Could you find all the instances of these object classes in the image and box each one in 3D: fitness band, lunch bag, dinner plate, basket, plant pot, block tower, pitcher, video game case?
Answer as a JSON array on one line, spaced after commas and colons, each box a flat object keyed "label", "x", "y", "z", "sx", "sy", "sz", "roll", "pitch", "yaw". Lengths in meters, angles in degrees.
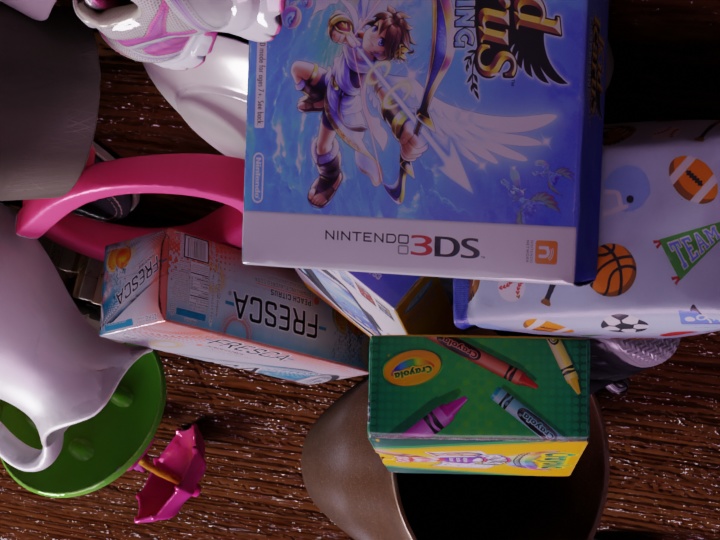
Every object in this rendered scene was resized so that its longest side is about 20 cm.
[{"label": "fitness band", "x": -0.138, "y": -0.038, "z": 1.034, "sx": 0.143, "sy": 0.038, "sz": 0.200, "roll": 12, "pitch": 162, "yaw": -27}, {"label": "lunch bag", "x": 0.160, "y": -0.023, "z": 0.897, "sx": 0.170, "sy": 0.124, "sz": 0.200, "roll": 0, "pitch": 176, "yaw": 25}, {"label": "dinner plate", "x": -0.046, "y": -0.081, "z": 0.961, "sx": 0.200, "sy": 0.024, "sz": 0.200, "roll": 23, "pitch": 166, "yaw": 6}, {"label": "basket", "x": -0.261, "y": -0.107, "z": 0.913, "sx": 0.200, "sy": 0.181, "sz": 0.136, "roll": 4, "pitch": 149, "yaw": -32}, {"label": "plant pot", "x": 0.046, "y": 0.141, "z": 1.176, "sx": 0.187, "sy": 0.187, "sz": 0.200, "roll": 36, "pitch": 156, "yaw": -23}, {"label": "block tower", "x": -0.199, "y": -0.005, "z": 1.164, "sx": 0.199, "sy": 0.054, "sz": 0.058, "roll": 15, "pitch": 178, "yaw": 7}, {"label": "pitcher", "x": -0.262, "y": 0.042, "z": 1.101, "sx": 0.200, "sy": 0.121, "sz": 0.172, "roll": 41, "pitch": 130, "yaw": -3}, {"label": "video game case", "x": 0.031, "y": -0.097, "z": 0.812, "sx": 0.181, "sy": 0.201, "sz": 0.045, "roll": 3, "pitch": -176, "yaw": 22}]

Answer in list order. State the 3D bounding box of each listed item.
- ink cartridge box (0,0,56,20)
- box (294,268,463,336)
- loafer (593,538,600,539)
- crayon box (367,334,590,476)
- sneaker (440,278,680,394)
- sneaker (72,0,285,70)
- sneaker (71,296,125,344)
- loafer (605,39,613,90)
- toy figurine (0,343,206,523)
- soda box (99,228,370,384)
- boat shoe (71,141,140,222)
[{"label": "ink cartridge box", "x": -0.174, "y": -0.226, "z": 0.833, "sx": 0.116, "sy": 0.068, "sz": 0.200, "roll": 29, "pitch": 145, "yaw": -14}, {"label": "box", "x": 0.000, "y": 0.000, "z": 0.985, "sx": 0.119, "sy": 0.042, "sz": 0.200, "roll": 38, "pitch": 173, "yaw": 21}, {"label": "loafer", "x": 0.182, "y": 0.269, "z": 1.388, "sx": 0.063, "sy": 0.072, "sz": 0.200, "roll": 20, "pitch": 160, "yaw": -39}, {"label": "crayon box", "x": 0.070, "y": 0.083, "z": 0.945, "sx": 0.118, "sy": 0.058, "sz": 0.200, "roll": 0, "pitch": 167, "yaw": 5}, {"label": "sneaker", "x": 0.101, "y": 0.030, "z": 1.055, "sx": 0.200, "sy": 0.076, "sz": 0.114, "roll": 22, "pitch": 147, "yaw": 0}, {"label": "sneaker", "x": -0.108, "y": -0.153, "z": 0.827, "sx": 0.088, "sy": 0.082, "sz": 0.200, "roll": 6, "pitch": 176, "yaw": -25}, {"label": "sneaker", "x": -0.239, "y": 0.058, "z": 1.223, "sx": 0.077, "sy": 0.085, "sz": 0.200, "roll": 17, "pitch": 177, "yaw": -27}, {"label": "loafer", "x": 0.048, "y": -0.114, "z": 0.889, "sx": 0.200, "sy": 0.075, "sz": 0.070, "roll": 12, "pitch": 159, "yaw": 28}, {"label": "toy figurine", "x": -0.212, "y": 0.140, "z": 1.355, "sx": 0.200, "sy": 0.150, "sz": 0.184, "roll": 26, "pitch": 164, "yaw": 32}, {"label": "soda box", "x": -0.080, "y": 0.028, "z": 1.093, "sx": 0.068, "sy": 0.064, "sz": 0.200, "roll": -13, "pitch": 159, "yaw": 41}, {"label": "boat shoe", "x": -0.248, "y": -0.074, "z": 1.096, "sx": 0.200, "sy": 0.063, "sz": 0.073, "roll": 28, "pitch": 144, "yaw": -15}]
